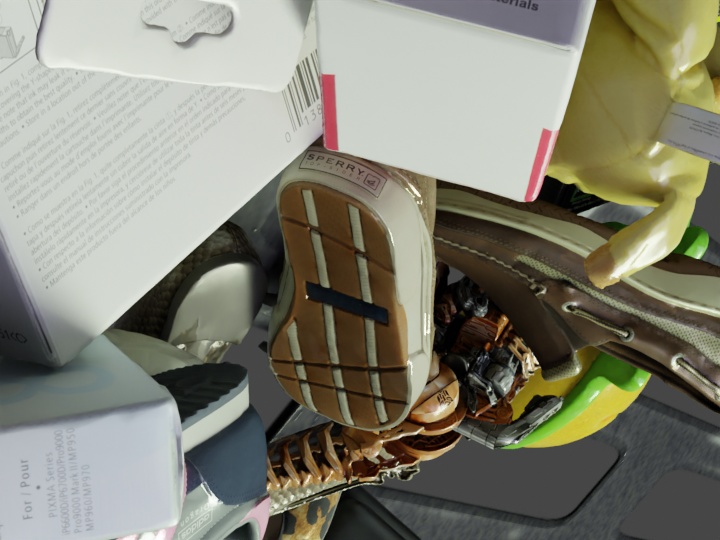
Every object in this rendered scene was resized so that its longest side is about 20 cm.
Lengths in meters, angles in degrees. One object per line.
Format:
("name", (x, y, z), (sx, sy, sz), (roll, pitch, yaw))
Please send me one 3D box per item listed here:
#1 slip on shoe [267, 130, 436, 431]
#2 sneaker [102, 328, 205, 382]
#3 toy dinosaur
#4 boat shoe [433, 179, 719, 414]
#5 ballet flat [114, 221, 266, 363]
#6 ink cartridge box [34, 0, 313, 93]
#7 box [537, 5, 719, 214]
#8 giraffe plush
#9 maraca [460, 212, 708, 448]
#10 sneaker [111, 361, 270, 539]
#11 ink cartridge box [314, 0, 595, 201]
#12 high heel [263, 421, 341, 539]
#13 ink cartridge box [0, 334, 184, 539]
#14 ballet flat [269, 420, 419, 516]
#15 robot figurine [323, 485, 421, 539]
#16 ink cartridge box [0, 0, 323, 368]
("slip on shoe", (0.000, 0.000, 0.758), (0.201, 0.075, 0.061), (86, 27, -56))
("sneaker", (-0.117, 0.115, 0.766), (0.079, 0.078, 0.201), (17, 120, -26))
("toy dinosaur", (0.021, 0.044, 0.876), (0.199, 0.136, 0.103), (-18, 143, -42))
("boat shoe", (0.099, 0.016, 0.843), (0.075, 0.201, 0.076), (141, -33, -84))
("ballet flat", (-0.104, 0.055, 0.813), (0.067, 0.046, 0.201), (2, 131, -40))
("ink cartridge box", (-0.054, -0.158, 0.512), (0.116, 0.067, 0.202), (0, 106, -53))
("box", (0.182, -0.133, 0.957), (0.199, 0.048, 0.194), (-20, 144, -40))
("giraffe plush", (0.112, -0.092, 0.790), (0.173, 0.199, 0.162), (-55, 167, 14))
("maraca", (0.119, 0.030, 0.979), (0.200, 0.106, 0.138), (-30, -142, 56))
("sneaker", (-0.104, 0.110, 0.649), (0.199, 0.070, 0.083), (-31, 115, -38))
("ink cartridge box", (0.049, -0.145, 0.595), (0.145, 0.084, 0.202), (90, 15, -75))
("high heel", (-0.089, 0.130, 0.918), (0.200, 0.071, 0.143), (-43, 146, -6))
("ink cartridge box", (-0.174, 0.055, 0.589), (0.198, 0.160, 0.048), (-6, 104, -22))
("ballet flat", (-0.037, 0.115, 0.901), (0.199, 0.047, 0.067), (-26, -179, -39))
("robot figurine", (-0.049, 0.216, 1.025), (0.200, 0.125, 0.150), (-48, 149, 4))
("ink cartridge box", (-0.077, -0.097, 0.603), (0.200, 0.044, 0.177), (-45, 132, -39))
